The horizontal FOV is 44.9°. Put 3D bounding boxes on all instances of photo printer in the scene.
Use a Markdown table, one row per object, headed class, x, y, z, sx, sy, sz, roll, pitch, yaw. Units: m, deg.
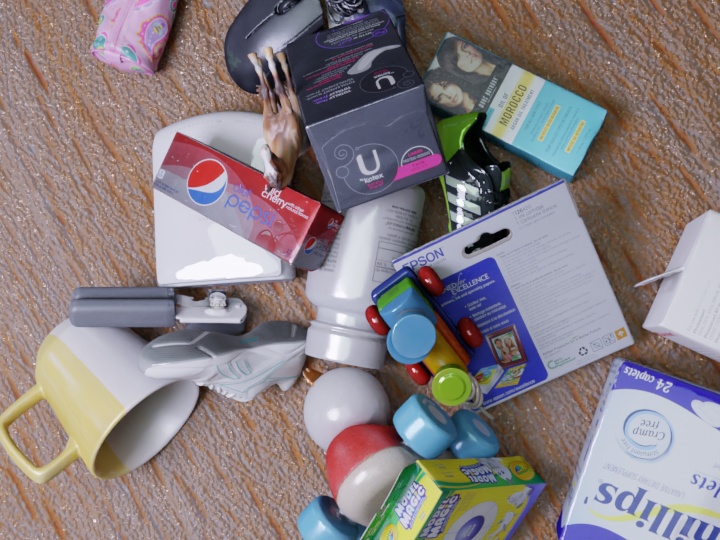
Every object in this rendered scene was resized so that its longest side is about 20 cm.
| class | x | y | z | sx | sy | sz | roll | pitch | yaw |
| --- | --- | --- | --- | --- | --- | --- | --- | --- | --- |
| photo printer | -0.159 | -0.083 | 1.013 | 0.164 | 0.069 | 0.202 | -3 | 85 | 10 |

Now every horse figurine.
| class | x | y | z | sx | sy | sz | roll | pitch | yaw |
| --- | --- | --- | --- | --- | --- | --- | --- | --- | --- |
| horse figurine | -0.083 | -0.159 | 0.905 | 0.049 | 0.200 | 0.134 | -14 | 102 | 1 |

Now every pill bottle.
| class | x | y | z | sx | sy | sz | roll | pitch | yaw |
| --- | --- | --- | --- | --- | --- | --- | --- | --- | --- |
| pill bottle | 0.000 | 0.000 | 0.954 | 0.113 | 0.114 | 0.202 | 10 | 87 | 11 |

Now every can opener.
| class | x | y | z | sx | sy | sz | roll | pitch | yaw |
| --- | --- | --- | --- | --- | --- | --- | --- | --- | --- |
| can opener | -0.224 | 0.051 | 0.981 | 0.198 | 0.053 | 0.067 | 4 | 117 | -15 |

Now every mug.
| class | x | y | z | sx | sy | sz | roll | pitch | yaw |
| --- | --- | --- | --- | --- | --- | --- | --- | --- | --- |
| mug | -0.297 | 0.131 | 0.976 | 0.153 | 0.186 | 0.150 | 41 | 115 | 19 |

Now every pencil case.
| class | x | y | z | sx | sy | sz | roll | pitch | yaw |
| --- | --- | --- | --- | --- | --- | --- | --- | --- | --- |
| pencil case | -0.258 | -0.338 | 1.045 | 0.087 | 0.087 | 0.202 | 18 | 90 | 11 |

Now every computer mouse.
| class | x | y | z | sx | sy | sz | roll | pitch | yaw |
| --- | --- | --- | --- | --- | --- | --- | --- | --- | --- |
| computer mouse | -0.099 | -0.285 | 0.988 | 0.200 | 0.053 | 0.139 | -45 | 73 | 30 |

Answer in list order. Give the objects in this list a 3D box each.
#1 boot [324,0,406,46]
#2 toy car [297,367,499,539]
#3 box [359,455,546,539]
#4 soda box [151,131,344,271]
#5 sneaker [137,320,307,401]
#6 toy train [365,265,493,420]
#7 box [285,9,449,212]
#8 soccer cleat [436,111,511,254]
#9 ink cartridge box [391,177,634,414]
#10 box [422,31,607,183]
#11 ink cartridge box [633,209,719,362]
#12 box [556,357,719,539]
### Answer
| class | x | y | z | sx | sy | sz | roll | pitch | yaw |
| --- | --- | --- | --- | --- | --- | --- | --- | --- | --- |
| boot | 0.002 | -0.322 | 1.008 | 0.089 | 0.073 | 0.202 | -9 | 92 | 3 |
| toy car | 0.009 | 0.174 | 0.941 | 0.185 | 0.176 | 0.200 | -48 | 51 | 14 |
| box | 0.089 | 0.244 | 0.868 | 0.048 | 0.199 | 0.118 | 45 | 115 | 42 |
| soda box | -0.120 | -0.073 | 0.918 | 0.199 | 0.063 | 0.071 | 28 | 92 | 23 |
| sneaker | -0.145 | 0.107 | 0.950 | 0.070 | 0.198 | 0.081 | 39 | 124 | 51 |
| toy train | 0.089 | 0.099 | 0.861 | 0.084 | 0.116 | 0.201 | -36 | 105 | 9 |
| box | 0.002 | -0.169 | 0.900 | 0.121 | 0.201 | 0.107 | -19 | 127 | 3 |
| soccer cleat | 0.132 | -0.072 | 0.942 | 0.081 | 0.067 | 0.202 | -17 | 94 | 39 |
| ink cartridge box | 0.161 | 0.029 | 0.922 | 0.196 | 0.047 | 0.201 | -25 | 104 | 9 |
| box | 0.166 | -0.181 | 0.970 | 0.199 | 0.049 | 0.083 | 29 | 91 | 11 |
| ink cartridge box | 0.383 | 0.031 | 0.873 | 0.198 | 0.129 | 0.126 | 25 | 90 | 11 |
| box | 0.316 | 0.213 | 0.884 | 0.182 | 0.105 | 0.202 | 19 | 90 | 12 |
